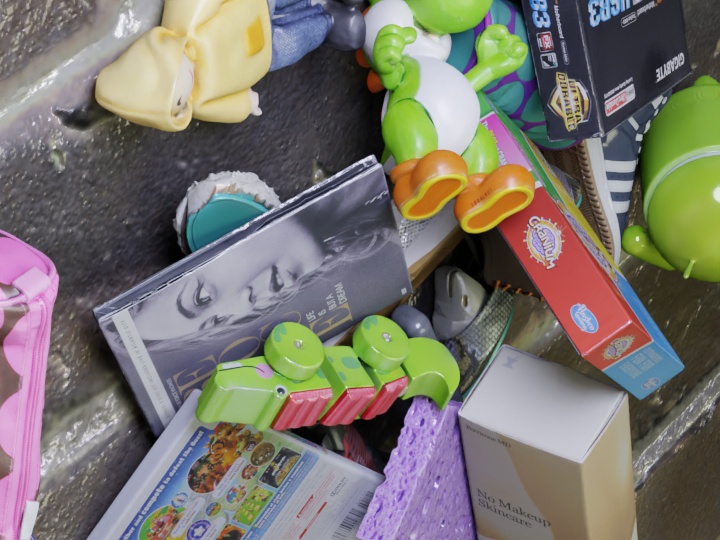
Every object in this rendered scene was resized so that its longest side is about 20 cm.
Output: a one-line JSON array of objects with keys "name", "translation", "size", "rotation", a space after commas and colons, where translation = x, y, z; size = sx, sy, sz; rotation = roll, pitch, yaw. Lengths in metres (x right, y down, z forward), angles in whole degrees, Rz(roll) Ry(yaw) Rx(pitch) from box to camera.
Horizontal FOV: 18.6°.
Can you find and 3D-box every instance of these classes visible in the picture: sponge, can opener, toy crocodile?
[{"name": "sponge", "translation": [0.069, 0.152, 1.593], "size": [0.200, 0.030, 0.112], "rotation": [20, 92, -64]}, {"name": "can opener", "translation": [0.040, 0.092, 1.595], "size": [0.053, 0.066, 0.200], "rotation": [-46, 149, -16]}, {"name": "toy crocodile", "translation": [-0.021, 0.075, 1.440], "size": [0.199, 0.062, 0.068], "rotation": [-4, 141, -43]}]

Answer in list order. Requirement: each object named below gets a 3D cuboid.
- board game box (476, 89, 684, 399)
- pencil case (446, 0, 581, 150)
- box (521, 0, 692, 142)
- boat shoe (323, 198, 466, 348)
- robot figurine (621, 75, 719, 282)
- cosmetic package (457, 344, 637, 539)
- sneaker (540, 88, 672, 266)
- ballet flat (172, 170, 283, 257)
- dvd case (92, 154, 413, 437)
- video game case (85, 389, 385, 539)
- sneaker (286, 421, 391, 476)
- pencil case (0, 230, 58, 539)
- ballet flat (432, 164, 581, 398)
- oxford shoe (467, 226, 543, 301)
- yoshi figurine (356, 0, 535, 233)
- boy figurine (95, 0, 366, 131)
[{"name": "board game box", "translation": [0.133, -0.017, 1.481], "size": [0.040, 0.201, 0.153], "rotation": [-36, 157, 10]}, {"name": "pencil case", "translation": [0.099, -0.140, 1.558], "size": [0.093, 0.085, 0.200], "rotation": [-55, 150, 13]}, {"name": "box", "translation": [0.170, -0.211, 1.558], "size": [0.200, 0.049, 0.200], "rotation": [-32, 113, -57]}, {"name": "boat shoe", "translation": [0.000, 0.000, 1.530], "size": [0.200, 0.069, 0.071], "rotation": [-46, 170, 2]}, {"name": "robot figurine", "translation": [0.284, -0.071, 1.777], "size": [0.175, 0.201, 0.116], "rotation": [-37, 116, 25]}, {"name": "cosmetic package", "translation": [0.137, 0.154, 1.575], "size": [0.071, 0.105, 0.201], "rotation": [-53, 148, -31]}, {"name": "sneaker", "translation": [0.198, -0.088, 1.746], "size": [0.108, 0.070, 0.201], "rotation": [-43, 138, -28]}, {"name": "ballet flat", "translation": [-0.070, -0.022, 1.419], "size": [0.072, 0.071, 0.200], "rotation": [-59, 148, -10]}, {"name": "dvd case", "translation": [-0.063, 0.019, 1.400], "size": [0.199, 0.016, 0.149], "rotation": [-29, 147, -8]}, {"name": "video game case", "translation": [-0.081, 0.171, 1.492], "size": [0.200, 0.018, 0.144], "rotation": [29, 100, -44]}, {"name": "sneaker", "translation": [-0.007, 0.153, 1.611], "size": [0.098, 0.070, 0.201], "rotation": [-52, 142, -32]}, {"name": "pencil case", "translation": [-0.216, 0.080, 1.244], "size": [0.090, 0.093, 0.201], "rotation": [-21, 126, -47]}, {"name": "ballet flat", "translation": [0.093, 0.000, 1.672], "size": [0.201, 0.072, 0.072], "rotation": [-59, 147, -10]}, {"name": "oxford shoe", "translation": [0.128, -0.001, 1.616], "size": [0.073, 0.200, 0.071], "rotation": [-40, 174, -8]}, {"name": "yoshi figurine", "translation": [0.055, -0.133, 1.405], "size": [0.111, 0.201, 0.113], "rotation": [-14, 150, -1]}, {"name": "boy figurine", "translation": [-0.078, -0.143, 1.327], "size": [0.200, 0.064, 0.125], "rotation": [-31, 137, -46]}]
